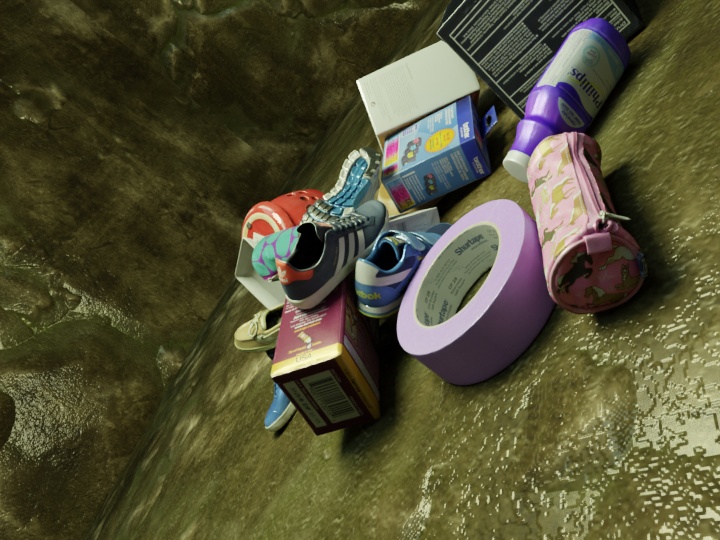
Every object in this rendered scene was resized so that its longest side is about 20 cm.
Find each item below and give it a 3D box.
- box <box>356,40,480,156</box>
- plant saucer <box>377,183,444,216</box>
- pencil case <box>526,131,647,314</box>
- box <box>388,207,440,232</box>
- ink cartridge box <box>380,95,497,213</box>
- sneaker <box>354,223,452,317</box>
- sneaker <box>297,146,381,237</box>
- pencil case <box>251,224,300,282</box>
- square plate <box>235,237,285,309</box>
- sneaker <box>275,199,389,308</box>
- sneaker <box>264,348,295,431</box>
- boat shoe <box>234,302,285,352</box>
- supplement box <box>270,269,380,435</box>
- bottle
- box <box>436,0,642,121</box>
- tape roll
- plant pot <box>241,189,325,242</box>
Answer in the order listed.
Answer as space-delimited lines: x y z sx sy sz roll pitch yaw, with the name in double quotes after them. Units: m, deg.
0.109 -0.315 0.967 0.195 0.109 0.152 -22 -6 8 "box"
0.100 -0.171 0.976 0.197 0.036 0.203 -32 31 21 "plant saucer"
0.205 -0.055 0.495 0.086 0.082 0.202 -41 22 34 "pencil case"
0.037 -0.052 0.862 0.114 0.062 0.199 -19 9 -24 "box"
0.136 -0.198 0.861 0.196 0.077 0.139 -20 39 24 "ink cartridge box"
0.069 -0.020 0.708 0.073 0.084 0.199 18 44 44 "sneaker"
-0.021 -0.092 0.821 0.074 0.087 0.202 25 66 27 "sneaker"
-0.110 -0.029 0.904 0.198 0.084 0.095 -11 63 53 "pencil case"
-0.182 0.033 1.113 0.029 0.199 0.199 -46 -3 -29 "square plate"
-0.035 -0.045 0.696 0.074 0.086 0.201 13 52 41 "sneaker"
-0.146 0.178 0.950 0.203 0.110 0.076 -60 19 -15 "sneaker"
-0.139 0.083 0.896 0.196 0.064 0.074 -17 37 20 "boat shoe"
-0.040 0.094 0.719 0.101 0.133 0.203 -19 35 16 "supplement box"
0.249 -0.204 0.644 0.202 0.083 0.065 -55 18 -3 "bottle"
0.248 -0.363 0.744 0.199 0.197 0.125 -38 21 41 "box"
0.128 0.022 0.589 0.200 0.065 0.202 -47 20 22 "tape roll"
-0.161 -0.079 1.206 0.200 0.204 0.180 -40 -15 37 "plant pot"
